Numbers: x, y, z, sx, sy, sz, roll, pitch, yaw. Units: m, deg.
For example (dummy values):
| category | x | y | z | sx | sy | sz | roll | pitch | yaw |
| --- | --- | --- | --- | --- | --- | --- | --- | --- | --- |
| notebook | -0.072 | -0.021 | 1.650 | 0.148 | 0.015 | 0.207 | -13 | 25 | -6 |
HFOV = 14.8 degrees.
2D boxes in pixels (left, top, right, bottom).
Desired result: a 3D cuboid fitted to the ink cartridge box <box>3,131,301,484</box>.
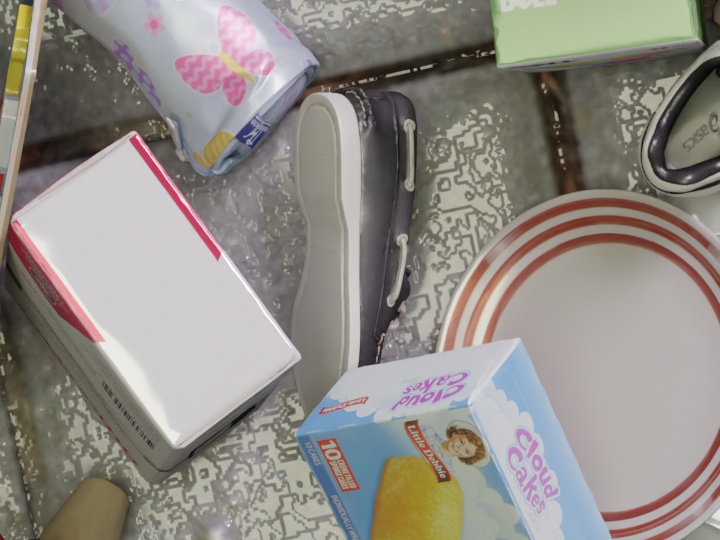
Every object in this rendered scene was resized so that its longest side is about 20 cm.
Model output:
| category | x | y | z | sx | sy | sz | roll | pitch | yaw |
| --- | --- | --- | --- | --- | --- | --- | --- | --- | --- |
| ink cartridge box | -0.114 | 0.026 | 1.458 | 0.084 | 0.200 | 0.145 | -36 | 87 | -12 |

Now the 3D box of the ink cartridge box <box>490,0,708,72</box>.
| category | x | y | z | sx | sy | sz | roll | pitch | yaw |
| --- | --- | --- | --- | --- | --- | --- | --- | --- | --- |
| ink cartridge box | 0.122 | -0.137 | 1.421 | 0.103 | 0.200 | 0.060 | -7 | 91 | 9 |

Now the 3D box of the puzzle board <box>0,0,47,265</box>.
| category | x | y | z | sx | sy | sz | roll | pitch | yaw |
| --- | --- | --- | --- | --- | --- | --- | --- | --- | --- |
| puzzle board | -0.189 | -0.053 | 1.462 | 0.017 | 0.151 | 0.201 | 10 | 120 | -7 |

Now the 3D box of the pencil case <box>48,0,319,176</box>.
| category | x | y | z | sx | sy | sz | roll | pitch | yaw |
| --- | --- | --- | --- | --- | --- | --- | --- | --- | --- |
| pencil case | -0.115 | -0.146 | 1.515 | 0.200 | 0.083 | 0.091 | 46 | 112 | 4 |

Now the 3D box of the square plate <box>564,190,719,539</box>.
| category | x | y | z | sx | sy | sz | roll | pitch | yaw |
| --- | --- | --- | --- | --- | --- | --- | --- | --- | --- |
| square plate | 0.220 | 0.070 | 1.502 | 0.197 | 0.028 | 0.201 | 24 | 95 | 6 |

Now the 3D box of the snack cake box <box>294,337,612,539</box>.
| category | x | y | z | sx | sy | sz | roll | pitch | yaw |
| --- | --- | --- | --- | --- | --- | --- | --- | --- | --- |
| snack cake box | 0.064 | 0.143 | 1.455 | 0.114 | 0.067 | 0.201 | -11 | 114 | 36 |

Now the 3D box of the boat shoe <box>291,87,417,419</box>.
| category | x | y | z | sx | sy | sz | roll | pitch | yaw |
| --- | --- | --- | --- | --- | --- | --- | --- | --- | --- |
| boat shoe | 0.000 | 0.000 | 1.515 | 0.060 | 0.074 | 0.202 | -6 | 100 | -29 |

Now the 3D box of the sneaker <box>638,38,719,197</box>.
| category | x | y | z | sx | sy | sz | roll | pitch | yaw |
| --- | --- | --- | --- | --- | --- | --- | --- | --- | --- |
| sneaker | 0.225 | -0.109 | 1.437 | 0.076 | 0.088 | 0.200 | 44 | 104 | 6 |

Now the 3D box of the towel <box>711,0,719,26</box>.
| category | x | y | z | sx | sy | sz | roll | pitch | yaw |
| --- | --- | --- | --- | --- | --- | --- | --- | --- | --- |
| towel | 0.319 | -0.164 | 1.477 | 0.191 | 0.032 | 0.201 | 36 | 96 | 6 |

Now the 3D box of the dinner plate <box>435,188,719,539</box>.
| category | x | y | z | sx | sy | sz | roll | pitch | yaw |
| --- | --- | --- | --- | --- | --- | --- | --- | --- | --- |
| dinner plate | 0.131 | 0.057 | 1.492 | 0.199 | 0.024 | 0.202 | -4 | 81 | 30 |

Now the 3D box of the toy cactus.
| category | x | y | z | sx | sy | sz | roll | pitch | yaw |
| --- | --- | --- | --- | --- | --- | --- | --- | --- | --- |
| toy cactus | -0.180 | 0.189 | 1.519 | 0.102 | 0.201 | 0.166 | 9 | 52 | 22 |
